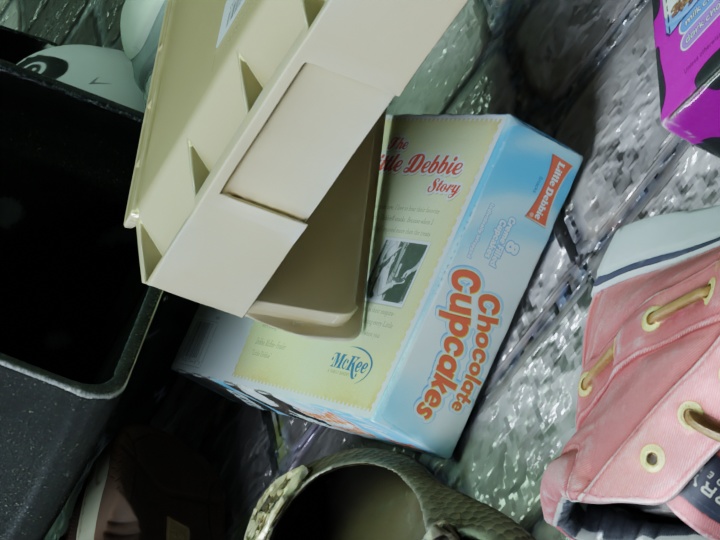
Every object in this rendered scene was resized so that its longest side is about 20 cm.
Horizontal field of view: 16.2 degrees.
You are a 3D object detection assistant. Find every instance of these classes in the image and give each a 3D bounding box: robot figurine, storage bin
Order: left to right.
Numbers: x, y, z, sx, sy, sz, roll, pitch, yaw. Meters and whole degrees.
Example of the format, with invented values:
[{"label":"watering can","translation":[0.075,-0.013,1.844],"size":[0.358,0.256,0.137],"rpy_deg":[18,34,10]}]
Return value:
[{"label":"robot figurine","translation":[-0.144,-0.005,1.137],"size":[0.201,0.150,0.125],"rpy_deg":[-54,12,18]},{"label":"storage bin","translation":[0.008,-0.110,0.840],"size":[0.200,0.093,0.200],"rpy_deg":[128,156,-47]}]

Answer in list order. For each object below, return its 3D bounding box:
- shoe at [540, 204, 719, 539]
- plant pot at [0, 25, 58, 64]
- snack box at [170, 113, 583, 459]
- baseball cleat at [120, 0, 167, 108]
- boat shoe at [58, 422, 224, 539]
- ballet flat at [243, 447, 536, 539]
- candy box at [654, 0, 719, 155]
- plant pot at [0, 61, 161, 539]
[{"label":"shoe","translation":[0.113,0.027,0.649],"size":[0.200,0.071,0.092],"rpy_deg":[-21,47,64]},{"label":"plant pot","translation":[-0.266,-0.046,1.378],"size":[0.200,0.199,0.179],"rpy_deg":[-129,56,-65]},{"label":"snack box","translation":[0.000,0.000,0.946],"size":[0.117,0.037,0.200],"rpy_deg":[-66,23,-7]},{"label":"baseball cleat","translation":[-0.009,-0.121,1.057],"size":[0.199,0.070,0.107],"rpy_deg":[-34,55,21]},{"label":"boat shoe","translation":[-0.092,0.144,0.944],"size":[0.075,0.074,0.203],"rpy_deg":[-50,14,25]},{"label":"ballet flat","translation":[0.003,0.091,0.829],"size":[0.068,0.046,0.200],"rpy_deg":[-63,23,-5]},{"label":"candy box","translation":[0.146,-0.136,0.742],"size":[0.136,0.061,0.201],"rpy_deg":[-46,28,37]},{"label":"plant pot","translation":[-0.191,0.033,0.990],"size":[0.200,0.199,0.178],"rpy_deg":[-74,6,-60]}]
